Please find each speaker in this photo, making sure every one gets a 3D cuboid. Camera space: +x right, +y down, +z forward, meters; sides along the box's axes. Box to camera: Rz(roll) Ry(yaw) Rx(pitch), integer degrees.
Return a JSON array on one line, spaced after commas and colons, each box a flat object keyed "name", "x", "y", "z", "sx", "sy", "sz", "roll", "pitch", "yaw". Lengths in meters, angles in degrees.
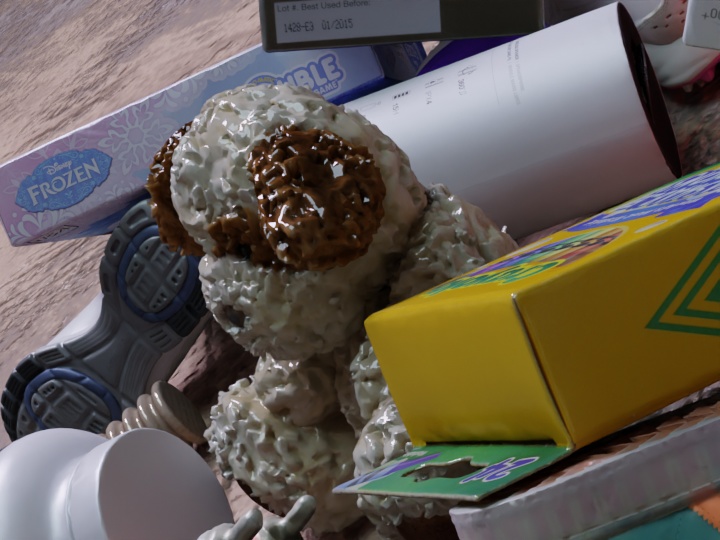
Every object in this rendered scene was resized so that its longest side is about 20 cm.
[{"name": "speaker", "x": 0.032, "y": -0.043, "z": 0.912, "sx": 0.199, "sy": 0.082, "sz": 0.081, "roll": -20, "pitch": 26, "yaw": 15}]

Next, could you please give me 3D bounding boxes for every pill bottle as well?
[{"name": "pill bottle", "x": -0.148, "y": 0.137, "z": 0.901, "sx": 0.199, "sy": 0.113, "sz": 0.113, "roll": -28, "pitch": 24, "yaw": 34}]

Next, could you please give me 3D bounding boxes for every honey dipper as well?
[{"name": "honey dipper", "x": -0.158, "y": 0.129, "z": 1.048, "sx": 0.200, "sy": 0.038, "sz": 0.038, "roll": -40, "pitch": 20, "yaw": 11}]

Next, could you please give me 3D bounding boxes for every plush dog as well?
[{"name": "plush dog", "x": 0.000, "y": 0.000, "z": 0.816, "sx": 0.161, "sy": 0.172, "sz": 0.200, "roll": -49, "pitch": 21, "yaw": -17}]

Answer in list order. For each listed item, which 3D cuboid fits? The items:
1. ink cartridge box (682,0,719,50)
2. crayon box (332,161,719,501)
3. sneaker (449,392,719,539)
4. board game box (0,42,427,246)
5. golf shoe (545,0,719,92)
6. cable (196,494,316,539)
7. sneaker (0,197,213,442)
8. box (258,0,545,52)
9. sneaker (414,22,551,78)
[{"name": "ink cartridge box", "x": 0.159, "y": -0.138, "z": 0.833, "sx": 0.043, "sy": 0.174, "sz": 0.201, "roll": 13, "pitch": 41, "yaw": 9}, {"name": "crayon box", "x": 0.088, "y": 0.009, "z": 0.682, "sx": 0.199, "sy": 0.052, "sz": 0.126, "roll": -24, "pitch": 4, "yaw": -20}, {"name": "sneaker", "x": 0.130, "y": 0.070, "z": 0.609, "sx": 0.199, "sy": 0.080, "sz": 0.071, "roll": -20, "pitch": 2, "yaw": 8}, {"name": "board game box", "x": -0.068, "y": -0.072, "z": 1.107, "sx": 0.199, "sy": 0.044, "sz": 0.199, "roll": -24, "pitch": -2, "yaw": 11}, {"name": "golf shoe", "x": 0.118, "y": -0.142, "z": 1.008, "sx": 0.075, "sy": 0.092, "sz": 0.200, "roll": -46, "pitch": 19, "yaw": -6}, {"name": "cable", "x": -0.080, "y": 0.152, "z": 0.807, "sx": 0.200, "sy": 0.050, "sz": 0.097, "roll": -43, "pitch": -8, "yaw": 31}, {"name": "sneaker", "x": -0.110, "y": 0.033, "z": 1.090, "sx": 0.200, "sy": 0.074, "sz": 0.087, "roll": -49, "pitch": -4, "yaw": 31}, {"name": "box", "x": 0.021, "y": -0.144, "z": 0.998, "sx": 0.120, "sy": 0.033, "sz": 0.200, "roll": -4, "pitch": 20, "yaw": 4}, {"name": "sneaker", "x": 0.023, "y": -0.031, "z": 0.997, "sx": 0.200, "sy": 0.069, "sz": 0.100, "roll": -41, "pitch": 19, "yaw": 28}]
